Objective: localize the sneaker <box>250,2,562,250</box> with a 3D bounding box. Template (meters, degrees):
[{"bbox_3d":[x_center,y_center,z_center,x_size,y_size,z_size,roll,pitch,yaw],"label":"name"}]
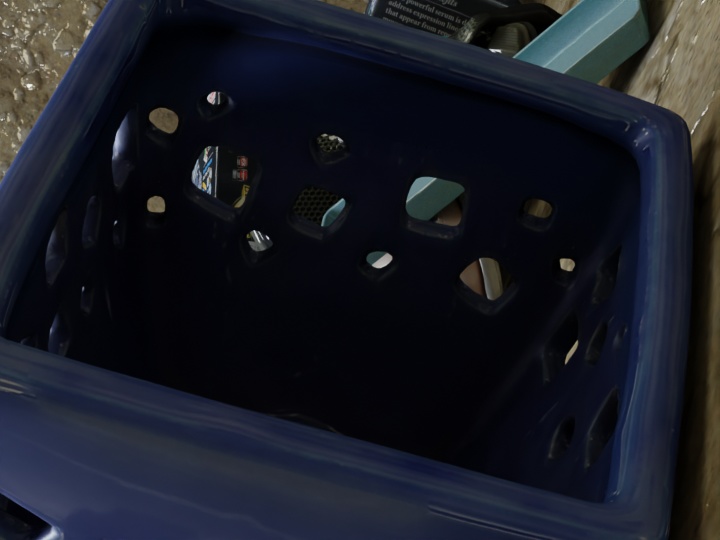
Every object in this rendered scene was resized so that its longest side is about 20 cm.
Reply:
[{"bbox_3d":[0.031,-0.075,0.854,0.199,0.076,0.114,-32,3,-11],"label":"sneaker"}]

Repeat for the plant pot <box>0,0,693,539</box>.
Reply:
[{"bbox_3d":[-0.017,0.045,0.539,0.201,0.199,0.180,-75,1,-47],"label":"plant pot"}]

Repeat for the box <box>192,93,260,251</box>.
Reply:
[{"bbox_3d":[-0.091,-0.033,1.124,0.200,0.046,0.160,139,134,-72],"label":"box"}]

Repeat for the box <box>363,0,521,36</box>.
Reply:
[{"bbox_3d":[0.034,-0.116,1.204,0.149,0.106,0.201,-86,17,-76],"label":"box"}]

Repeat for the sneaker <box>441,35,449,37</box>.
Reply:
[{"bbox_3d":[0.040,-0.057,1.032,0.078,0.079,0.201,-74,5,-58],"label":"sneaker"}]

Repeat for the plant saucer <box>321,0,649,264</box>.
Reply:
[{"bbox_3d":[0.054,-0.063,0.769,0.200,0.019,0.070,-40,18,25],"label":"plant saucer"}]

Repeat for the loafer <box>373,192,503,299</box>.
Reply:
[{"bbox_3d":[0.030,0.005,0.849,0.200,0.062,0.072,118,137,-87],"label":"loafer"}]
